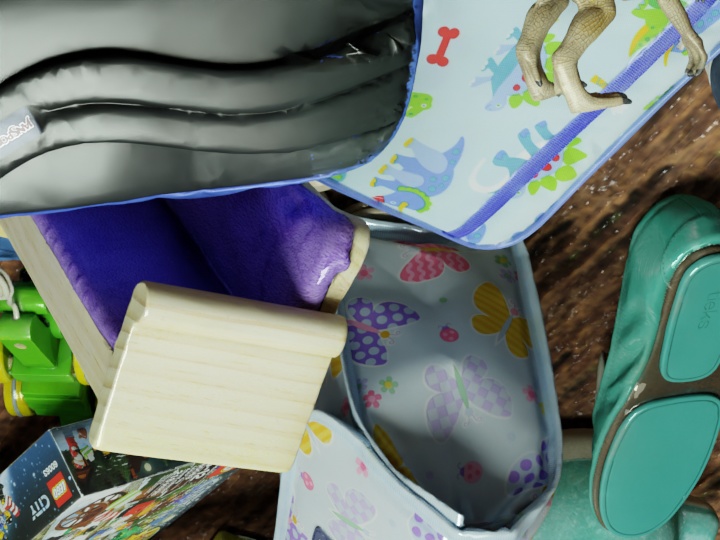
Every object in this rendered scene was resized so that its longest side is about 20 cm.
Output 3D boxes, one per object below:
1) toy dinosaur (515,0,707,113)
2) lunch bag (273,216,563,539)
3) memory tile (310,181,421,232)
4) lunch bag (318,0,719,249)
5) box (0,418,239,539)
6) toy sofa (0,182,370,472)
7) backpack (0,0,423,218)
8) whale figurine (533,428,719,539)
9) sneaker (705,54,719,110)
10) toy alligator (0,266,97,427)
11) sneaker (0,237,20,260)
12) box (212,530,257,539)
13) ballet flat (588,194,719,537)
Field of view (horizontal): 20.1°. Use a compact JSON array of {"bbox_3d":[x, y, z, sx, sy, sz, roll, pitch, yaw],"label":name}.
[{"bbox_3d":[0.072,-0.111,0.727,0.199,0.058,0.102,-19,106,-35],"label":"toy dinosaur"},{"bbox_3d":[0.021,0.099,0.947,0.126,0.201,0.170,1,136,-11],"label":"lunch bag"},{"bbox_3d":[0.000,0.000,1.000,0.152,0.017,0.201,10,135,-18],"label":"memory tile"},{"bbox_3d":[0.060,-0.107,0.838,0.160,0.083,0.200,27,125,-32],"label":"lunch bag"},{"bbox_3d":[-0.150,0.129,1.042,0.136,0.038,0.200,-12,158,-48],"label":"box"},{"bbox_3d":[-0.079,-0.015,0.777,0.082,0.200,0.098,11,111,-29],"label":"toy sofa"},{"bbox_3d":[-0.078,-0.118,0.731,0.198,0.168,0.164,-4,115,0],"label":"backpack"},{"bbox_3d":[0.131,0.179,1.147,0.158,0.104,0.200,-21,133,15],"label":"whale figurine"},{"bbox_3d":[0.234,-0.016,0.888,0.201,0.147,0.077,31,122,-20],"label":"sneaker"},{"bbox_3d":[-0.149,0.025,0.963,0.059,0.055,0.200,1,152,9],"label":"toy alligator"},{"bbox_3d":[-0.136,-0.036,0.916,0.198,0.067,0.078,3,170,-17],"label":"sneaker"},{"bbox_3d":[-0.098,0.235,1.221,0.075,0.050,0.200,20,131,-26],"label":"box"},{"bbox_3d":[0.152,0.044,1.025,0.067,0.071,0.201,-2,130,-15],"label":"ballet flat"}]
